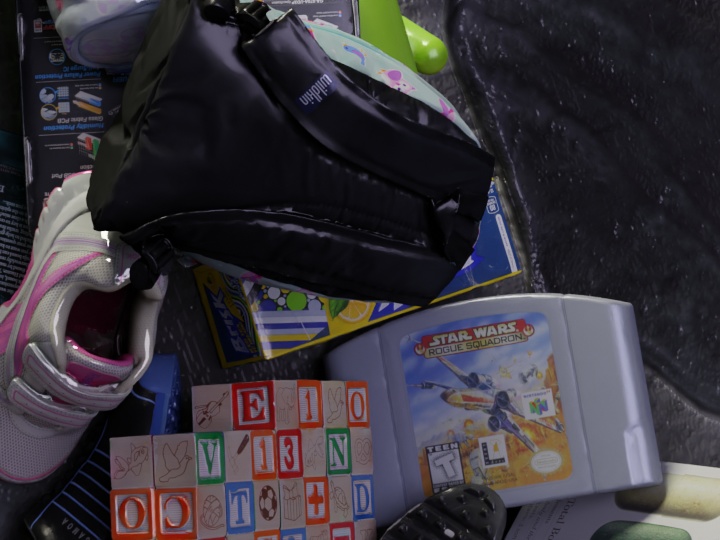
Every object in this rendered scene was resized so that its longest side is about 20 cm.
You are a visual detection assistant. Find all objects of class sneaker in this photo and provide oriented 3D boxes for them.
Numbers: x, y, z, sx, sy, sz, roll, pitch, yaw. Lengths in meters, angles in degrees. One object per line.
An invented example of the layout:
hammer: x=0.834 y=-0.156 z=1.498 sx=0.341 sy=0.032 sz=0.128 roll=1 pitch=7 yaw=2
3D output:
sneaker: x=-0.153 y=0.135 z=1.206 sx=0.078 sy=0.070 sz=0.200 roll=6 pitch=60 yaw=5
sneaker: x=-0.165 y=0.046 z=1.151 sx=0.081 sy=0.088 sz=0.200 roll=10 pitch=120 yaw=-26
sneaker: x=0.027 y=0.219 z=1.276 sx=0.066 sy=0.090 sz=0.200 roll=32 pitch=88 yaw=19

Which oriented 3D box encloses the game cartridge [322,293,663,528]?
game cartridge: x=0.080 y=0.084 z=1.294 sx=0.200 sy=0.042 sz=0.133 roll=-10 pitch=89 yaw=10

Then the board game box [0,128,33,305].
board game box: x=-0.275 y=-0.032 z=1.182 sx=0.200 sy=0.028 sz=0.135 roll=17 pitch=75 yaw=-27

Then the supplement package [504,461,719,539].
supplement package: x=0.200 y=0.221 z=1.303 sx=0.151 sy=0.200 sz=0.152 roll=45 pitch=64 yaw=-31

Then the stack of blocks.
stack of blocks: x=-0.065 y=0.123 z=1.208 sx=0.200 sy=0.059 sz=0.115 roll=5 pitch=81 yaw=-61

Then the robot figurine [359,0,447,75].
robot figurine: x=-0.029 y=-0.138 z=1.286 sx=0.175 sy=0.116 sz=0.200 roll=-18 pitch=92 yaw=-35

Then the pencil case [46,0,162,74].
pencil case: x=-0.142 y=-0.214 z=1.144 sx=0.091 sy=0.083 sz=0.200 roll=-12 pitch=78 yaw=-22

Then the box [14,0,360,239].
box: x=-0.097 y=-0.103 z=1.199 sx=0.200 sy=0.046 sz=0.159 roll=-4 pitch=88 yaw=-3

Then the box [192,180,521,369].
box: x=0.000 y=0.000 z=1.313 sx=0.200 sy=0.064 sz=0.070 roll=-18 pitch=92 yaw=-30

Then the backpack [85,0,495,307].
backpack: x=-0.029 y=-0.064 z=1.099 sx=0.200 sy=0.127 sz=0.167 roll=18 pitch=113 yaw=-20
